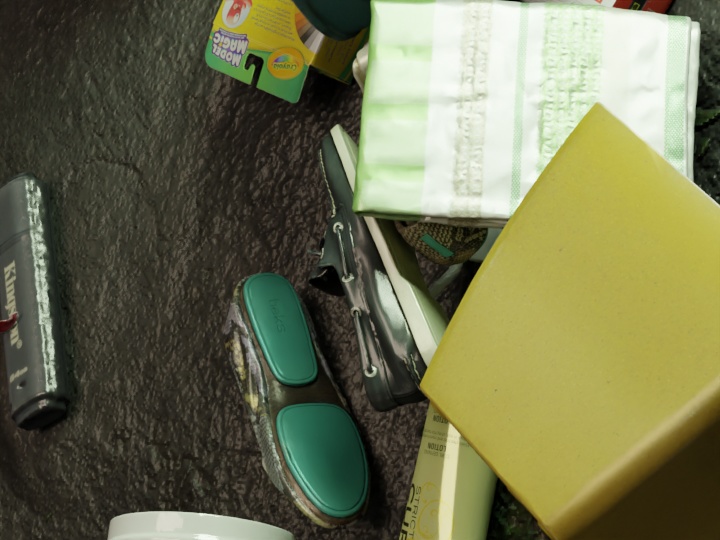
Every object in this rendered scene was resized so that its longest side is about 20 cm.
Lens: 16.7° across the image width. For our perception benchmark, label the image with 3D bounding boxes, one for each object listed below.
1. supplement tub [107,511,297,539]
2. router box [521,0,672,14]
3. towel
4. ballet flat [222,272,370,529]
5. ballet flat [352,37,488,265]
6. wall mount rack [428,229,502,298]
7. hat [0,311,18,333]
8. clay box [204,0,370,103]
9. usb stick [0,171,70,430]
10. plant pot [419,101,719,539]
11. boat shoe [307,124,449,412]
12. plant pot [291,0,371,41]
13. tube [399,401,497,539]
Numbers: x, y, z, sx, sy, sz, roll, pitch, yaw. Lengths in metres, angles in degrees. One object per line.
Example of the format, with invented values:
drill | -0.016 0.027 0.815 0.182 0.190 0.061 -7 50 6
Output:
supplement tub | -0.108 0.263 1.539 0.145 0.145 0.202 -9 69 40
router box | 0.145 -0.253 1.565 0.200 0.049 0.180 40 103 43
towel | 0.099 -0.089 1.450 0.198 0.031 0.150 4 67 4
ballet flat | -0.044 0.097 1.607 0.072 0.072 0.201 -38 52 26
ballet flat | 0.030 -0.096 1.502 0.068 0.075 0.201 -32 52 27
wall mount rack | 0.088 -0.013 1.511 0.199 0.074 0.175 9 81 44
hat | -0.353 0.060 1.918 0.200 0.175 0.167 -95 12 -68
clay box | -0.027 -0.217 1.709 0.115 0.047 0.201 27 95 44
usb stick | -0.249 0.021 1.833 0.055 0.033 0.201 -28 58 31
plant pot | 0.154 0.070 1.303 0.176 0.200 0.200 -43 48 -1
boat shoe | 0.001 0.001 1.484 0.066 0.074 0.200 -31 61 13
plant pot | 0.038 -0.269 1.514 0.187 0.200 0.201 -19 61 19
tube | 0.054 0.152 1.503 0.058 0.052 0.202 150 133 -85
